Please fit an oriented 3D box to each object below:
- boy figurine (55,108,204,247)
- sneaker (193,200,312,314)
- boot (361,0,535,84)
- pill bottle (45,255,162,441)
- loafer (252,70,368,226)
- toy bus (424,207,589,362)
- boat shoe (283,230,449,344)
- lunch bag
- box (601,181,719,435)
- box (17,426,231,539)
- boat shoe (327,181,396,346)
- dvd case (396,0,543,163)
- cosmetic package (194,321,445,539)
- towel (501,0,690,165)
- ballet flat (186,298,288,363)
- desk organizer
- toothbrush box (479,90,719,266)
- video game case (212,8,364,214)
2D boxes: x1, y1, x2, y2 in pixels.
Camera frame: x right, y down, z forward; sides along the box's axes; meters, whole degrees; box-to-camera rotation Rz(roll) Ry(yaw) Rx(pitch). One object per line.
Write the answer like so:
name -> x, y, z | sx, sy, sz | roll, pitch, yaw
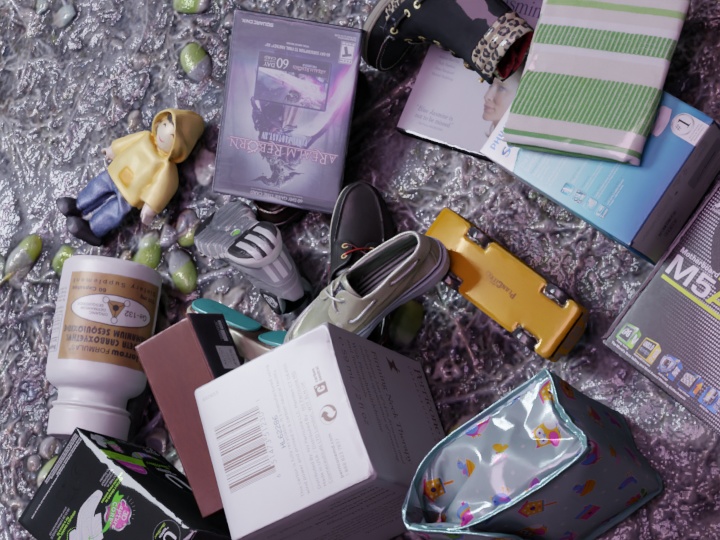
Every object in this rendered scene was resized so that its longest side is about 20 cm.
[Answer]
boy figurine -> -0.259, -0.110, 1.954 | 0.200, 0.064, 0.125 | -38, 58, 19
sneaker -> -0.113, -0.004, 1.835 | 0.075, 0.116, 0.200 | -39, 23, -7
boot -> 0.087, -0.240, 1.747 | 0.154, 0.073, 0.204 | 49, 142, 14
pill bottle -> -0.293, 0.092, 1.884 | 0.114, 0.114, 0.201 | 1, 76, 30
loafer -> -0.068, -0.145, 1.849 | 0.073, 0.071, 0.200 | 26, 90, 32
toy bus -> 0.143, 0.016, 1.679 | 0.200, 0.078, 0.065 | 38, 95, 32
boat shoe -> -0.004, 0.023, 1.677 | 0.200, 0.062, 0.072 | -38, 52, 12
lunch bag -> 0.154, 0.205, 1.564 | 0.200, 0.170, 0.122 | -39, 53, 15
box -> 0.358, 0.049, 1.567 | 0.200, 0.047, 0.193 | 41, 100, 31
box -> -0.229, 0.279, 1.774 | 0.200, 0.148, 0.124 | 35, 94, 32
boat shoe -> 0.003, 0.000, 1.761 | 0.073, 0.063, 0.202 | 2, 77, -1
dvd case -> 0.134, -0.222, 1.788 | 0.142, 0.018, 0.200 | 21, 86, 33
cosmetic package -> -0.029, 0.175, 1.659 | 0.166, 0.200, 0.168 | -28, 64, 20
towel -> 0.231, -0.205, 1.629 | 0.152, 0.023, 0.201 | 12, 78, 30
ballet flat -> -0.109, 0.088, 1.818 | 0.200, 0.069, 0.070 | 21, 87, 34
desk organizer -> -0.154, 0.150, 1.745 | 0.077, 0.072, 0.200 | -29, 76, 22
toothbrush box -> 0.243, -0.121, 1.657 | 0.200, 0.085, 0.147 | 35, 93, 31
video game case -> -0.079, -0.170, 1.801 | 0.142, 0.019, 0.201 | 11, 102, 11
